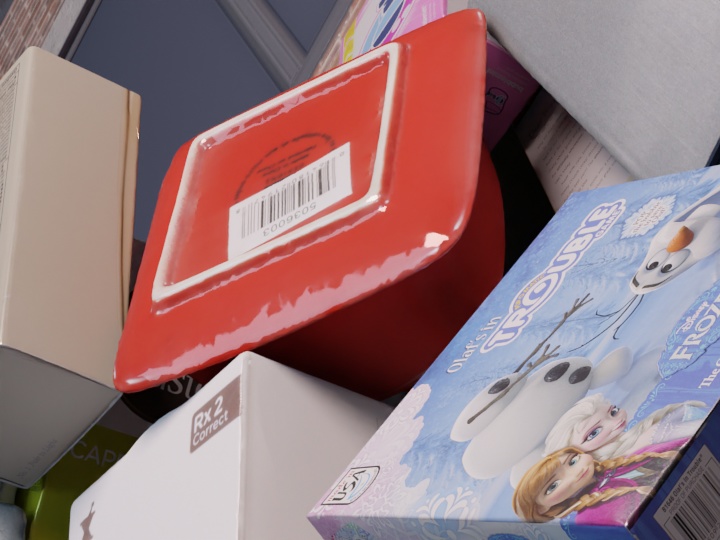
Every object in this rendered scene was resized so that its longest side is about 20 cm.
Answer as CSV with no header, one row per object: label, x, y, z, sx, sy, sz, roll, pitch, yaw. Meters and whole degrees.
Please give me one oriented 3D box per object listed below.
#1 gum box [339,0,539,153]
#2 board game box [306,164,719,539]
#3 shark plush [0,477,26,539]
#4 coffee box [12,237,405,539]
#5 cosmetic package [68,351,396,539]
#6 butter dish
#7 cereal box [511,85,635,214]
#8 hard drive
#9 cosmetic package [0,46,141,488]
gum box,0.041,-0.123,1.142,0.114,0.066,0.200,-54,16,27
board game box,0.100,0.037,0.785,0.200,0.043,0.199,-49,20,-27
shark plush,-0.212,0.088,1.049,0.091,0.083,0.201,-17,58,54
coffee box,-0.120,0.106,1.173,0.200,0.199,0.199,-6,66,59
cosmetic package,-0.017,0.170,0.954,0.165,0.199,0.166,-41,38,40
butter dish,0.000,0.000,1.003,0.199,0.148,0.200,-23,33,24
cereal box,0.146,-0.080,1.007,0.144,0.039,0.201,-53,30,25
hard drive,0.131,-0.132,0.938,0.200,0.033,0.140,52,128,45
cosmetic package,-0.170,-0.004,1.051,0.103,0.073,0.201,-42,37,39
